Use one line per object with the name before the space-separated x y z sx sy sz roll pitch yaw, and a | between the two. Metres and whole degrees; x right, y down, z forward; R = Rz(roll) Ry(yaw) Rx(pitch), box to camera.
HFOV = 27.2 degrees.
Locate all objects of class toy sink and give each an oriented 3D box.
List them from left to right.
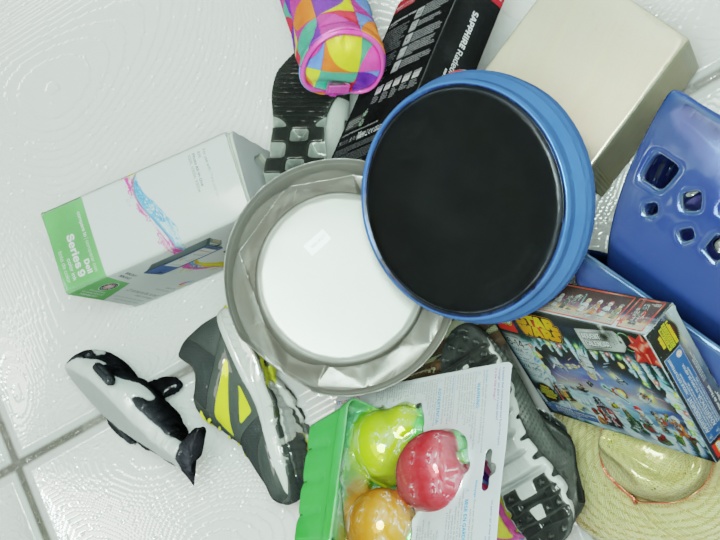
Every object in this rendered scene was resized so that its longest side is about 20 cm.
toy sink | 0.183 -0.145 1.311 0.130 0.112 0.201 38 95 19

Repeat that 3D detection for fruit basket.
fruit basket | 0.042 0.177 1.227 0.199 0.094 0.187 -11 61 36

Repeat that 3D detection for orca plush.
orca plush | -0.198 0.119 1.414 0.071 0.106 0.199 -39 34 -24

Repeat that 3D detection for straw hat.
straw hat | 0.251 0.155 1.268 0.199 0.085 0.203 -2 84 17

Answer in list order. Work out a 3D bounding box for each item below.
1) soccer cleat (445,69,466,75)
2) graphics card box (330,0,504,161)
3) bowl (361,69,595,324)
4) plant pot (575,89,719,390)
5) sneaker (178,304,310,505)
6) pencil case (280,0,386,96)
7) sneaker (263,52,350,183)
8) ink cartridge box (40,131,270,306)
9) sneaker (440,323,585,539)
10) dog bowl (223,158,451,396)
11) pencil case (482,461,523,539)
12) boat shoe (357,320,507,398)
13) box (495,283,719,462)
soccer cleat | 0.124 -0.077 1.219 0.068 0.085 0.201 -36 75 32
graphics card box | 0.048 -0.165 1.320 0.051 0.125 0.201 33 66 -23
bowl | 0.087 -0.056 1.169 0.199 0.039 0.202 6 101 33
plant pot | 0.297 -0.013 1.220 0.200 0.200 0.180 37 101 17
sneaker | -0.107 0.133 1.399 0.084 0.074 0.201 -29 67 18
pencil case | -0.033 -0.243 1.364 0.088 0.088 0.201 -27 44 13
sneaker | -0.047 -0.126 1.406 0.073 0.089 0.201 5 60 15
ink cartridge box | -0.171 -0.044 1.393 0.199 0.145 0.088 -24 78 13
sneaker | 0.134 0.137 1.279 0.066 0.090 0.201 -33 78 27
dog bowl | -0.017 0.008 1.265 0.198 0.059 0.202 0 83 -1
pencil case | 0.052 0.252 1.314 0.199 0.088 0.089 -37 75 9
boat shoe | 0.082 0.076 1.322 0.201 0.075 0.075 -32 86 6
box | 0.198 0.075 1.200 0.040 0.137 0.199 -44 27 -21
